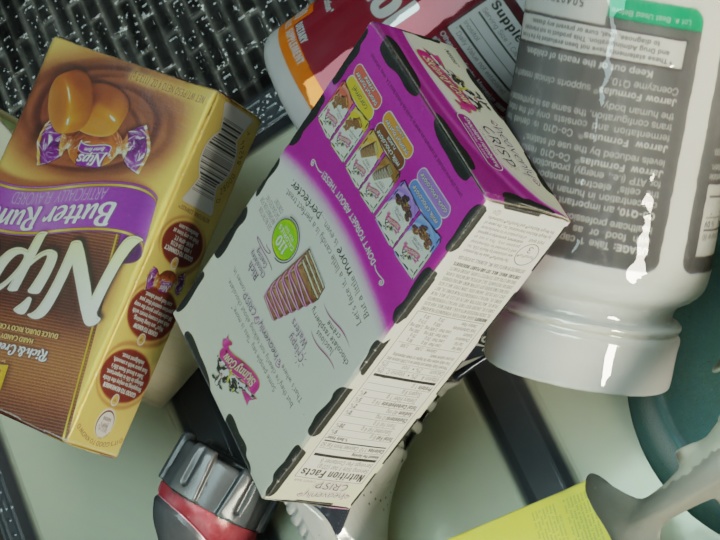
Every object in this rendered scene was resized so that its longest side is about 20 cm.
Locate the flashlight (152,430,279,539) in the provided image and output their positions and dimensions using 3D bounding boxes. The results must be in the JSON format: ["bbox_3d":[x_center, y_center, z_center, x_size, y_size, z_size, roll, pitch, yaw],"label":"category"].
[{"bbox_3d":[-0.115,0.190,1.147,0.068,0.068,0.200,29,88,29],"label":"flashlight"}]

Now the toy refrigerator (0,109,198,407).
[{"bbox_3d":[-0.171,-0.014,1.231,0.070,0.076,0.200,-49,60,6],"label":"toy refrigerator"}]

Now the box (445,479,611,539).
[{"bbox_3d":[0.049,0.169,1.067,0.200,0.075,0.050,-25,65,19],"label":"box"}]

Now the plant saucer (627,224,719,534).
[{"bbox_3d":[0.224,0.042,1.044,0.200,0.027,0.201,-8,71,24],"label":"plant saucer"}]

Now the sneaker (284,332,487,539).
[{"bbox_3d":[0.026,0.056,1.107,0.129,0.079,0.200,-16,58,31],"label":"sneaker"}]

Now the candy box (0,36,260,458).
[{"bbox_3d":[-0.147,-0.014,1.124,0.116,0.056,0.200,20,86,30],"label":"candy box"}]

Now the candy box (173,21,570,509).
[{"bbox_3d":[0.000,0.000,1.025,0.200,0.061,0.137,-53,45,26],"label":"candy box"}]

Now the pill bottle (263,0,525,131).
[{"bbox_3d":[0.056,-0.135,1.132,0.200,0.113,0.113,-34,63,13],"label":"pill bottle"}]

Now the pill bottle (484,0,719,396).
[{"bbox_3d":[0.123,-0.047,1.024,0.113,0.113,0.201,15,100,29],"label":"pill bottle"}]

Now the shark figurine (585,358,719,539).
[{"bbox_3d":[0.203,0.073,0.957,0.090,0.128,0.215,45,81,-7],"label":"shark figurine"}]
